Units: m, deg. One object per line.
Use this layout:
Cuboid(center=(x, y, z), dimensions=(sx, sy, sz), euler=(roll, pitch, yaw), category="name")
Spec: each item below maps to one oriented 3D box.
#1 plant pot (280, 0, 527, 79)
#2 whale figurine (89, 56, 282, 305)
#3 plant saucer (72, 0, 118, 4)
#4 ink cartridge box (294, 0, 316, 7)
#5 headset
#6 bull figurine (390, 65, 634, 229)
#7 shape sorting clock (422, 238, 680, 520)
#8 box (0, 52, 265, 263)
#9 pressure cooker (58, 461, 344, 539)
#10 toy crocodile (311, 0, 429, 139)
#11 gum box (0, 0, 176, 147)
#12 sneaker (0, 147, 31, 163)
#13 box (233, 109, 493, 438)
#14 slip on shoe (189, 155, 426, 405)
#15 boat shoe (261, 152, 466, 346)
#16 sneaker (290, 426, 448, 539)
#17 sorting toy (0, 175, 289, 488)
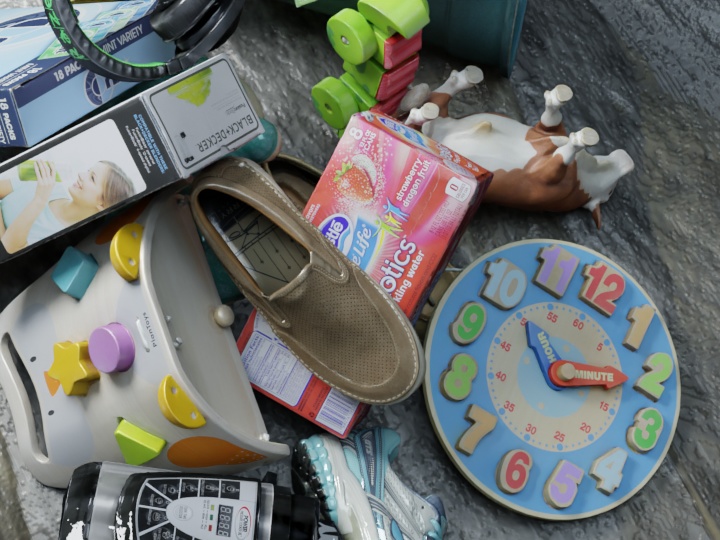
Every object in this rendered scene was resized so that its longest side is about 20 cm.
Cuboid(center=(0.034, -0.260, 1.578), dimensions=(0.195, 0.200, 0.201), euler=(12, 65, 6), category="plant pot")
Cuboid(center=(-0.128, -0.061, 1.480), dimensions=(0.159, 0.104, 0.201), euler=(-29, 58, 25), category="whale figurine")
Cuboid(center=(-0.127, -0.290, 1.588), dimensions=(0.048, 0.199, 0.201), euler=(34, 59, -36), category="plant saucer")
Cuboid(center=(0.029, -0.267, 1.459), dimensions=(0.199, 0.059, 0.104), euler=(-19, 80, 9), category="ink cartridge box")
Cuboid(center=(-0.121, -0.200, 1.410), dimensions=(0.199, 0.094, 0.124), euler=(-25, 101, -24), category="headset")
Cuboid(center=(0.109, -0.086, 1.536), dimensions=(0.199, 0.122, 0.065), euler=(5, 59, -8), category="bull figurine")
Cuboid(center=(0.137, 0.075, 1.500), dimensions=(0.199, 0.039, 0.201), euler=(7, 72, -20), category="shape sorting clock")
Cuboid(center=(-0.175, -0.067, 1.394), dimensions=(0.060, 0.199, 0.117), euler=(64, 32, -7), category="box")
Cuboid(center=(-0.098, 0.215, 1.354), dimensions=(0.199, 0.179, 0.177), euler=(9, 91, -4), category="pressure cooker")
Cuboid(center=(0.013, -0.146, 1.511), dimensions=(0.067, 0.200, 0.062), euler=(-35, 71, -25), category="toy crocodile")
Cuboid(center=(-0.246, -0.134, 1.459), dimensions=(0.199, 0.045, 0.170), euler=(1, 26, 37), category="gum box")
Cuboid(center=(-0.279, -0.051, 1.487), dimensions=(0.081, 0.088, 0.201), euler=(12, 59, -2), category="sneaker")
Cuboid(center=(0.000, 0.000, 1.453), dimensions=(0.099, 0.095, 0.201), euler=(28, 101, 5), category="box")
Cuboid(center=(-0.037, 0.010, 1.379), dimensions=(0.076, 0.061, 0.200), euler=(-38, 91, 13), category="slip on shoe")
Cuboid(center=(0.005, -0.013, 1.526), dimensions=(0.199, 0.063, 0.073), euler=(30, 65, 5), category="boat shoe")
Cuboid(center=(0.028, 0.192, 1.434), dimensions=(0.086, 0.078, 0.201), euler=(-17, 70, -18), category="sneaker")
Cuboid(center=(-0.170, 0.063, 1.418), dimensions=(0.107, 0.179, 0.201), euler=(-10, 77, -56), category="sorting toy")
